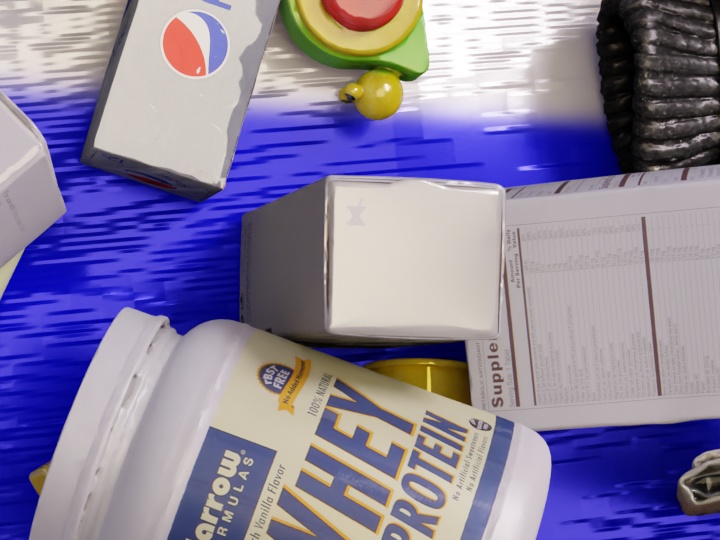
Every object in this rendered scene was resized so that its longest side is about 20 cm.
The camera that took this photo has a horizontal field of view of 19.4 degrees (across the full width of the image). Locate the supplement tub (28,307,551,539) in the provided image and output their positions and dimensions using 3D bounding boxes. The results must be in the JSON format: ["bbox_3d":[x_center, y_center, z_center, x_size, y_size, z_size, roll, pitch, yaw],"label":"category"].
[{"bbox_3d":[-0.031,0.107,0.922,0.200,0.145,0.145,20,81,1],"label":"supplement tub"}]

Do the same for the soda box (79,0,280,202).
[{"bbox_3d":[-0.075,-0.139,1.027,0.068,0.063,0.200,17,82,-12],"label":"soda box"}]

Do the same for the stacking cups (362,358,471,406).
[{"bbox_3d":[0.025,0.144,1.016,0.060,0.061,0.200,6,77,-12],"label":"stacking cups"}]

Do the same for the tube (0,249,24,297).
[{"bbox_3d":[-0.212,0.038,0.994,0.058,0.052,0.200,29,73,-42],"label":"tube"}]

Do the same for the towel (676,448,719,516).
[{"bbox_3d":[0.242,0.084,0.990,0.192,0.200,0.035,-10,81,7],"label":"towel"}]

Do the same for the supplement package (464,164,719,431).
[{"bbox_3d":[0.152,0.009,0.999,0.200,0.110,0.114,-4,95,11],"label":"supplement package"}]

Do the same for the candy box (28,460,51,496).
[{"bbox_3d":[-0.065,0.157,1.012,0.102,0.026,0.200,-33,93,-28],"label":"candy box"}]

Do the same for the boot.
[{"bbox_3d":[0.214,-0.057,1.076,0.158,0.079,0.211,-15,82,-17],"label":"boot"}]

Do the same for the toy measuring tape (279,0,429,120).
[{"bbox_3d":[-0.010,-0.173,1.043,0.073,0.074,0.200,-6,87,-13],"label":"toy measuring tape"}]

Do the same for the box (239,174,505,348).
[{"bbox_3d":[0.000,0.000,0.962,0.082,0.200,0.068,2,87,-12],"label":"box"}]

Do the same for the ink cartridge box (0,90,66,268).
[{"bbox_3d":[-0.254,-0.026,0.949,0.200,0.084,0.146,-41,75,-13],"label":"ink cartridge box"}]
